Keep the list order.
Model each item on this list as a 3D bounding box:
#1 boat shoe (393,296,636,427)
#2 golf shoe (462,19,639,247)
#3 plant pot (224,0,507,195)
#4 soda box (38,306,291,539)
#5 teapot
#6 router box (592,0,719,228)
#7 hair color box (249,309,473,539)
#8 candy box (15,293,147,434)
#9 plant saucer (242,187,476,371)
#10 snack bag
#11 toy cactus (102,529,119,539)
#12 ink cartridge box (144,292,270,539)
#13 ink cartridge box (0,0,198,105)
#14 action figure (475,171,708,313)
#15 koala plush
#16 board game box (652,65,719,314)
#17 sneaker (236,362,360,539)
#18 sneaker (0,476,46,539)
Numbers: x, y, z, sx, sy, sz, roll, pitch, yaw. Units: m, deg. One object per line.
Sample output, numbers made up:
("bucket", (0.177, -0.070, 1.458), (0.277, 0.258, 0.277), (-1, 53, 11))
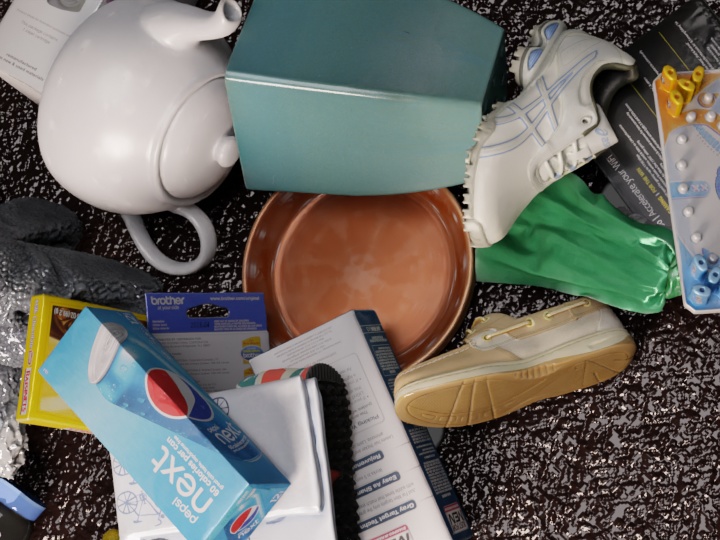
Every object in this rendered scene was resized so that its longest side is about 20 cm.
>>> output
("boat shoe", (0.113, 0.067, 1.551), (0.200, 0.074, 0.069), (-12, 56, -16))
("golf shoe", (0.147, -0.102, 1.530), (0.097, 0.078, 0.200), (17, 71, 26))
("plant pot", (0.013, -0.146, 1.598), (0.200, 0.141, 0.141), (10, 54, 12))
("soda box", (-0.148, 0.116, 1.480), (0.200, 0.064, 0.068), (44, 105, 24))
("teapot", (-0.160, -0.120, 1.634), (0.146, 0.200, 0.198), (29, 82, 26))
("router box", (0.270, -0.097, 1.569), (0.149, 0.051, 0.200), (-36, 70, 8))
("hair color box", (0.000, 0.141, 1.569), (0.100, 0.061, 0.200), (-26, 81, 17))
("candy box", (-0.180, 0.087, 1.599), (0.026, 0.200, 0.102), (-6, 75, 53))
("plant saucer", (0.000, 0.000, 1.640), (0.200, 0.032, 0.201), (-4, 76, 17))
("snack bag", (-0.103, 0.192, 1.498), (0.188, 0.021, 0.200), (-12, 82, 25))
("toy cactus", (-0.221, 0.281, 1.578), (0.102, 0.165, 0.200), (28, 81, 41))
("ink cartridge box", (-0.127, 0.118, 1.593), (0.042, 0.119, 0.200), (-8, 84, 54))
("ink cartridge box", (-0.220, -0.227, 1.700), (0.086, 0.148, 0.200), (26, 85, 20))
("action figure", (0.188, -0.017, 1.543), (0.200, 0.055, 0.118), (24, 104, 40))
("koala plush", (-0.303, 0.058, 1.657), (0.177, 0.184, 0.200), (37, 110, 32))
("board game box", (0.332, -0.070, 1.489), (0.200, 0.026, 0.200), (-4, 67, -1))
("sneaker", (-0.058, 0.172, 1.529), (0.093, 0.070, 0.200), (-2, 89, 32))
("sneaker", (-0.366, 0.183, 1.688), (0.200, 0.070, 0.078), (30, 82, 21))
